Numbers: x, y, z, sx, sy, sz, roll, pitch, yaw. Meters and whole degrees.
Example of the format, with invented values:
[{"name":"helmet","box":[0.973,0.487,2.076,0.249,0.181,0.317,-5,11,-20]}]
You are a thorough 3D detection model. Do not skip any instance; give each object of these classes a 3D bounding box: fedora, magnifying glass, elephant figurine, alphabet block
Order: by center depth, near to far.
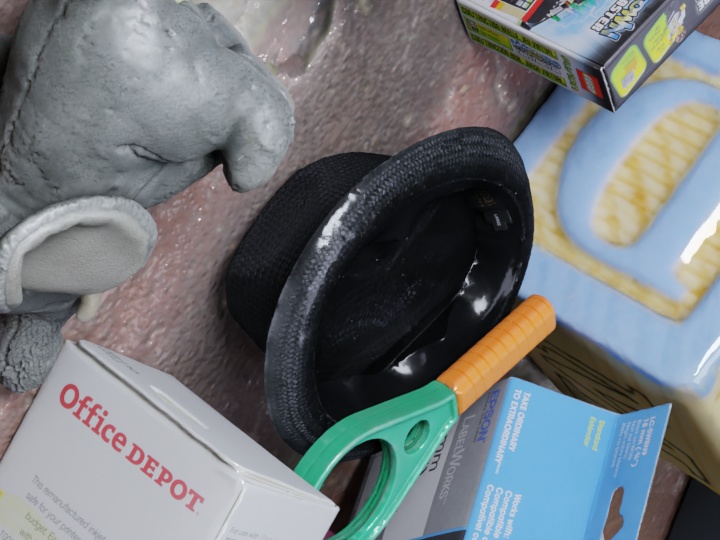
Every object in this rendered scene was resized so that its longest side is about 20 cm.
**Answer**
[{"name":"elephant figurine","box":[-0.131,-0.035,0.820,0.200,0.142,0.155,-44,113,7]},{"name":"magnifying glass","box":[0.032,0.079,0.993,0.200,0.022,0.080,-41,141,-28]},{"name":"fedora","box":[0.000,0.000,0.999,0.200,0.091,0.202,-31,135,-37]},{"name":"alphabet block","box":[0.202,-0.003,1.135,0.196,0.196,0.200,-50,141,-7]}]

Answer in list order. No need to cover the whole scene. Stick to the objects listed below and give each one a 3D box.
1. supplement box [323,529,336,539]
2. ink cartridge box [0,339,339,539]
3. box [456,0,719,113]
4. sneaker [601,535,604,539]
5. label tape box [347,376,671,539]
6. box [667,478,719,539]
[{"name":"supplement box","box":[-0.083,0.225,1.031,0.103,0.131,0.202,10,107,-48]},{"name":"ink cartridge box","box":[-0.122,0.158,0.931,0.083,0.145,0.201,24,97,-52]},{"name":"box","box":[0.158,-0.181,1.036,0.200,0.110,0.035,-45,140,-16]},{"name":"sneaker","box":[0.123,0.170,1.245,0.072,0.071,0.202,-2,109,-12]},{"name":"label tape box","box":[0.067,0.138,1.051,0.063,0.199,0.145,32,59,-22]},{"name":"box","box":[0.304,0.212,1.485,0.140,0.079,0.202,-2,117,-50]}]
